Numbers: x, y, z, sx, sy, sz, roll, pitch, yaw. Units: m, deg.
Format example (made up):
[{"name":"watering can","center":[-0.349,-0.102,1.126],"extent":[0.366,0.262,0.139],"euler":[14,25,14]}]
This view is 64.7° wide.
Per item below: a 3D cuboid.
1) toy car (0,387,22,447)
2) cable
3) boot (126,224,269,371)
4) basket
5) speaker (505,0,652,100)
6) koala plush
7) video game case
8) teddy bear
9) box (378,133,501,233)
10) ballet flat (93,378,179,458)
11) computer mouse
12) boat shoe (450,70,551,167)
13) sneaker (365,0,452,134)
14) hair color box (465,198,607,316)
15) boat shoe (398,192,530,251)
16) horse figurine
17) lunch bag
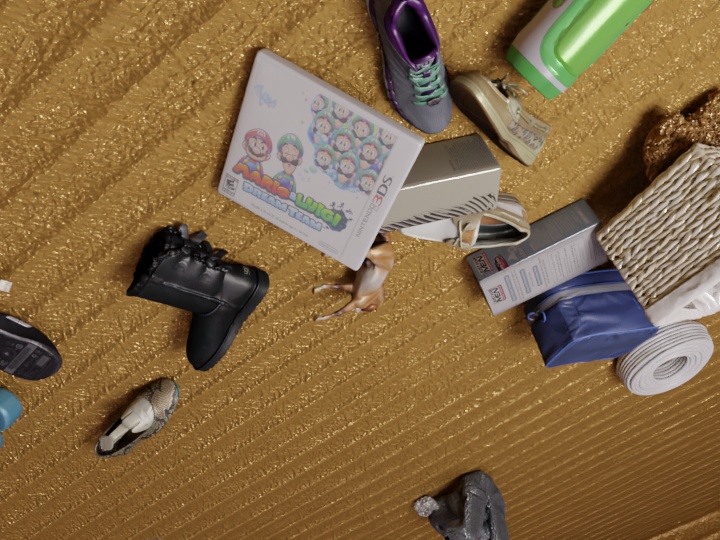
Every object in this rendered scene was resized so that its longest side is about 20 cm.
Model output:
[{"name":"toy car","center":[-0.631,0.227,0.789],"extent":[0.199,0.185,0.177],"euler":[38,118,-9]},{"name":"cable","center":[0.643,0.184,1.200],"extent":[0.197,0.070,0.202],"euler":[1,132,-19]},{"name":"boot","center":[-0.235,0.043,0.774],"extent":[0.161,0.074,0.199],"euler":[24,115,-37]},{"name":"basket","center":[0.477,-0.046,0.786],"extent":[0.196,0.162,0.201],"euler":[-4,144,-35]},{"name":"speaker","center":[0.251,-0.286,0.607],"extent":[0.088,0.089,0.200],"euler":[23,122,-34]},{"name":"koala plush","center":[0.253,0.620,1.456],"extent":[0.176,0.186,0.199],"euler":[30,140,-28]},{"name":"video game case","center":[-0.053,-0.117,0.643],"extent":[0.198,0.024,0.183],"euler":[29,126,2]},{"name":"teddy bear","center":[0.475,-0.184,0.803],"extent":[0.198,0.067,0.146],"euler":[-22,145,-6]},{"name":"box","center":[0.071,-0.108,0.724],"extent":[0.197,0.083,0.069],"euler":[-12,136,-5]},{"name":"ballet flat","center":[-0.371,0.252,0.926],"extent":[0.200,0.068,0.075],"euler":[-42,168,25]},{"name":"computer mouse","center":[-0.471,0.061,0.740],"extent":[0.199,0.046,0.140],"euler":[32,113,-33]},{"name":"boat shoe","center":[0.171,-0.190,0.679],"extent":[0.063,0.073,0.199],"euler":[-52,147,13]},{"name":"sneaker","center":[0.060,-0.214,0.611],"extent":[0.074,0.088,0.201],"euler":[-26,135,8]},{"name":"hair color box","center":[0.276,-0.018,0.891],"extent":[0.198,0.061,0.099],"euler":[-27,135,8]},{"name":"boat shoe","center":[0.145,-0.069,0.792],"extent":[0.197,0.069,0.075],"euler":[-6,134,-13]},{"name":"horse figurine","center":[0.000,0.000,0.821],"extent":[0.131,0.050,0.202],"euler":[-7,130,-29]},{"name":"lunch bag","center":[0.376,0.074,0.965],"extent":[0.197,0.134,0.136],"euler":[-4,150,-16]}]
